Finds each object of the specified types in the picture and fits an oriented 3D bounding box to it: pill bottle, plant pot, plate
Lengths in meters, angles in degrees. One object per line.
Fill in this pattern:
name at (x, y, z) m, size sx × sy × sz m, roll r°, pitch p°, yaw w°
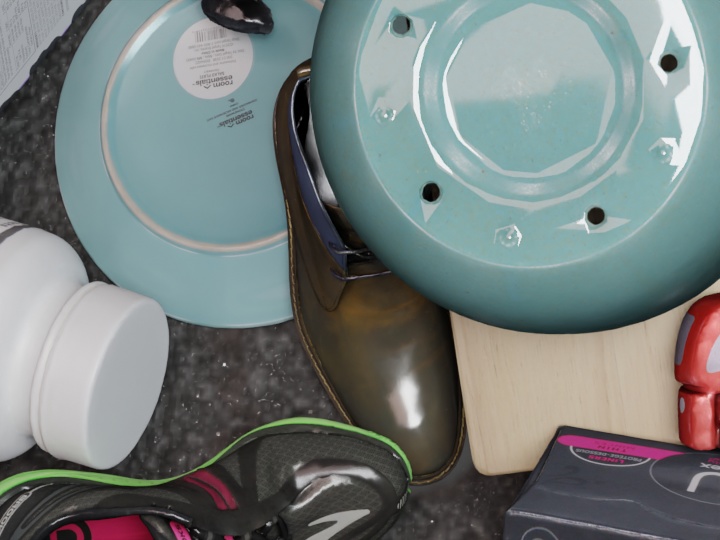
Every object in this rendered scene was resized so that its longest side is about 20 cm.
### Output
pill bottle at (-0.195, 0.024, 1.069) m, size 0.199 × 0.111 × 0.111 m, roll 17°, pitch 82°, yaw 18°
plant pot at (0.071, -0.068, 0.859) m, size 0.199 × 0.161 × 0.202 m, roll 1°, pitch 94°, yaw 9°
plate at (-0.058, -0.073, 1.101) m, size 0.198 × 0.026 × 0.202 m, roll -3°, pitch 77°, yaw 14°

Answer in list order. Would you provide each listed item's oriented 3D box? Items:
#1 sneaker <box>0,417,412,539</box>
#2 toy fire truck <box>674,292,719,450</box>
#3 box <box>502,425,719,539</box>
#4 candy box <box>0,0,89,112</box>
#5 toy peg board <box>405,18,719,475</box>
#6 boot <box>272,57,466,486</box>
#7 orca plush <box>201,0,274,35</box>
sneaker at (-0.070, 0.120, 1.005) m, size 0.198 × 0.084 × 0.077 m, roll -12°, pitch 113°, yaw -9°
toy fire truck at (0.222, 0.001, 0.895) m, size 0.198 × 0.049 × 0.142 m, roll -1°, pitch 94°, yaw 10°
box at (0.117, 0.178, 0.911) m, size 0.121 × 0.106 × 0.202 m, roll 9°, pitch 108°, yaw 15°
candy box at (-0.242, -0.125, 1.088) m, size 0.167 × 0.072 × 0.201 m, roll 16°, pitch 49°, yaw 17°
toy peg board at (0.136, -0.030, 0.981) m, size 0.197 × 0.098 × 0.202 m, roll -8°, pitch 93°, yaw 10°
boot at (0.000, 0.000, 1.017) m, size 0.074 × 0.097 × 0.202 m, roll -17°, pitch 86°, yaw 1°
orca plush at (-0.030, -0.166, 1.074) m, size 0.199 × 0.071 × 0.106 m, roll 18°, pitch 56°, yaw 19°
